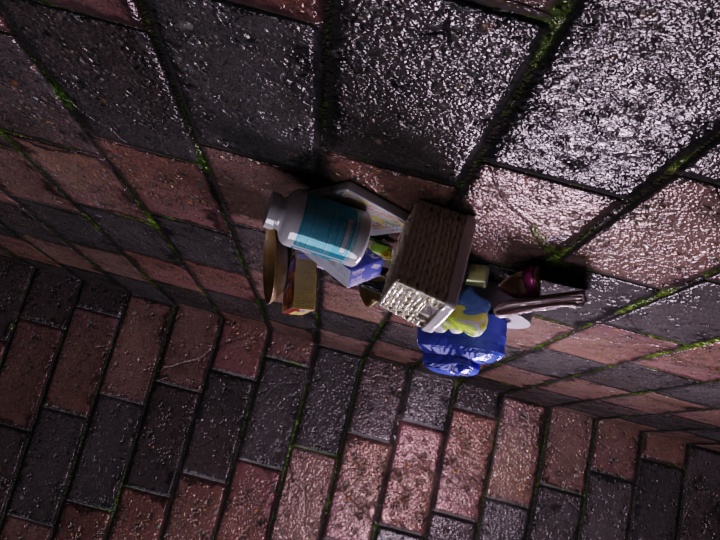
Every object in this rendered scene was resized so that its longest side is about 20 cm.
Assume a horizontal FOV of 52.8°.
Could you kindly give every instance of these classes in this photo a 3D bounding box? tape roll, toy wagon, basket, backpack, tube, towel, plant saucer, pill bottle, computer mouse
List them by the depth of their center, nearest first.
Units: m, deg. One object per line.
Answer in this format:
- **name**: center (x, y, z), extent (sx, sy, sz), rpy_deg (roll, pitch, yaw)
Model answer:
- **basket**: center (0.123, -0.012, 1.356), extent (0.121, 0.203, 0.136), rpy_deg (22, 152, -4)
- **pill bottle**: center (-0.085, -0.087, 1.389), extent (0.196, 0.113, 0.111), rpy_deg (18, 166, -15)
- **towel**: center (0.392, 0.072, 1.564), extent (0.187, 0.033, 0.200), rpy_deg (-8, 178, 19)
- **computer mouse**: center (0.000, 0.000, 1.582), extent (0.138, 0.047, 0.200), rpy_deg (17, -171, -11)
- **toy wagon**: center (0.015, -0.050, 1.624), extent (0.153, 0.040, 0.199), rpy_deg (17, 174, -33)
- **tube**: center (0.192, 0.002, 1.652), extent (0.196, 0.053, 0.058), rpy_deg (8, -179, 19)
- **plant saucer**: center (-0.198, -0.022, 1.703), extent (0.035, 0.205, 0.200), rpy_deg (2, 170, -15)
- **backpack**: center (0.251, 0.167, 1.738), extent (0.196, 0.172, 0.162), rpy_deg (-1, 173, 25)
- **tape roll**: center (0.335, 0.086, 1.823), extent (0.196, 0.067, 0.201), rpy_deg (15, 166, 4)

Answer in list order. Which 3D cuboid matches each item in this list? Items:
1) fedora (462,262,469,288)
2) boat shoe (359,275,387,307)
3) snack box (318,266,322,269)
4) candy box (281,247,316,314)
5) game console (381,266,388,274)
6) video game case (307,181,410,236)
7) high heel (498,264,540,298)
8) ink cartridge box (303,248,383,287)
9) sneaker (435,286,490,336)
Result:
- **fedora**: center (0.137, 0.006, 1.573), extent (0.199, 0.202, 0.092), rpy_deg (26, -167, -40)
- **boat shoe**: center (0.052, 0.040, 1.775), extent (0.064, 0.074, 0.200), rpy_deg (-28, -179, -21)
- **snack box**: center (-0.078, -0.011, 1.808), extent (0.197, 0.025, 0.072), rpy_deg (20, 175, -26)
- **candy box**: center (-0.139, -0.006, 1.665), extent (0.055, 0.205, 0.116), rpy_deg (7, 169, -18)
- **game console**: center (-0.044, -0.033, 1.775), extent (0.197, 0.032, 0.176), rpy_deg (19, 174, -19)
- **video game case**: center (-0.003, -0.119, 1.463), extent (0.198, 0.023, 0.180), rpy_deg (25, 163, -34)
- **high heel**: center (0.342, 0.029, 1.574), extent (0.094, 0.069, 0.200), rpy_deg (0, 166, 14)
- **ink cartridge box**: center (-0.053, -0.043, 1.512), extent (0.093, 0.045, 0.199), rpy_deg (-19, -137, -39)
- **sneaker**: center (0.212, 0.087, 1.651), extent (0.197, 0.106, 0.076), rpy_deg (13, 146, 38)
